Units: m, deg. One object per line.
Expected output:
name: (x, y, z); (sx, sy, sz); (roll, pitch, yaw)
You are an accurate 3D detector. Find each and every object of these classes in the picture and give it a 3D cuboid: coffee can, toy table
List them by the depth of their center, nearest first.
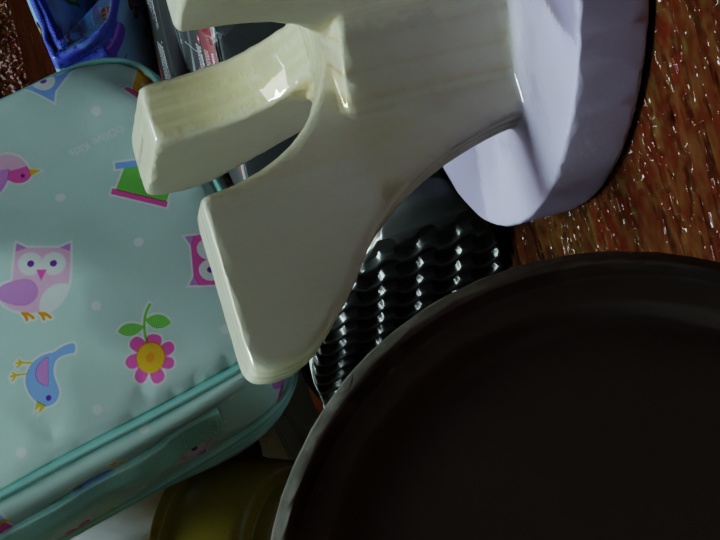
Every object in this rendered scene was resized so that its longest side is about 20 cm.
coffee can: (0.048, 0.105, 0.480); (0.200, 0.145, 0.147); (98, 155, -64)
toy table: (-0.002, -0.068, 0.595); (0.200, 0.116, 0.185); (100, 154, -62)

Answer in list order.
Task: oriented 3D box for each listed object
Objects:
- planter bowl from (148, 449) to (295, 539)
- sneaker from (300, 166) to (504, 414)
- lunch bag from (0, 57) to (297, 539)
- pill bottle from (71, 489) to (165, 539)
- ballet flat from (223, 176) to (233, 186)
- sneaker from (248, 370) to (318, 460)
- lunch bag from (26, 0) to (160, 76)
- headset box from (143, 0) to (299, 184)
planter bowl: (0.007, 0.150, 0.812); (0.200, 0.083, 0.201); (47, -149, -39)
sneaker: (0.000, 0.000, 0.782); (0.200, 0.070, 0.090); (95, 155, -64)
lunch bag: (-0.131, 0.028, 0.785); (0.161, 0.199, 0.077); (58, 168, 21)
pill bottle: (-0.112, 0.067, 0.873); (0.111, 0.110, 0.201); (102, 155, -66)
ballet flat: (-0.041, 0.003, 0.946); (0.200, 0.075, 0.064); (72, -146, -73)
sneaker: (-0.024, 0.106, 0.963); (0.075, 0.099, 0.201); (-124, 21, -54)
lunch bag: (-0.107, -0.123, 0.973); (0.151, 0.093, 0.201); (67, -171, -57)
headset box: (-0.039, -0.119, 0.811); (0.200, 0.077, 0.150); (-140, 37, -70)
